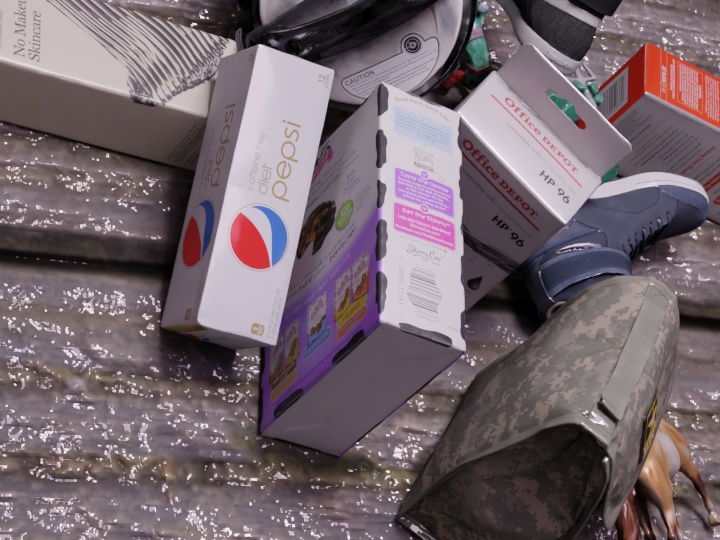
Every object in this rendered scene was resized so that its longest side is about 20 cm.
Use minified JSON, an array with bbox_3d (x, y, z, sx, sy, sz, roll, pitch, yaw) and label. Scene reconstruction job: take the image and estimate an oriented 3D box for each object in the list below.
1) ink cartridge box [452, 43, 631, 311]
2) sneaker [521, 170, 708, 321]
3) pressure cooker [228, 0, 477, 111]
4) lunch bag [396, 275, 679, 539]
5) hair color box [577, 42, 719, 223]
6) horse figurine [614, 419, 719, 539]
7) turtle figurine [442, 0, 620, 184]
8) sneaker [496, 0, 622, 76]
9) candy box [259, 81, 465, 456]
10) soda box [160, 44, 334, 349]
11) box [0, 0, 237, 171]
[{"bbox_3d":[0.093,-0.062,1.510,0.116,0.200,0.068,44,46,-1],"label":"ink cartridge box"},{"bbox_3d":[0.213,-0.003,1.632,0.201,0.077,0.147,-6,53,-27],"label":"sneaker"},{"bbox_3d":[0.000,-0.212,1.527,0.178,0.177,0.200,20,20,-6],"label":"pressure cooker"},{"bbox_3d":[0.142,0.110,1.432,0.117,0.200,0.164,39,45,-6],"label":"lunch bag"},{"bbox_3d":[0.294,-0.107,1.753,0.199,0.101,0.062,24,50,-21],"label":"hair color box"},{"bbox_3d":[0.219,0.161,1.528,0.133,0.050,0.200,66,24,-6],"label":"horse figurine"},{"bbox_3d":[0.129,-0.142,1.647,0.149,0.101,0.200,23,19,-32],"label":"turtle figurine"},{"bbox_3d":[0.157,-0.245,1.624,0.073,0.112,0.200,24,25,-32],"label":"sneaker"},{"bbox_3d":[0.000,0.000,1.426,0.071,0.168,0.201,19,52,-25],"label":"candy box"},{"bbox_3d":[-0.078,-0.049,1.421,0.063,0.068,0.201,16,79,-26],"label":"soda box"},{"bbox_3d":[-0.187,-0.140,1.456,0.199,0.068,0.083,13,56,-29],"label":"box"}]
